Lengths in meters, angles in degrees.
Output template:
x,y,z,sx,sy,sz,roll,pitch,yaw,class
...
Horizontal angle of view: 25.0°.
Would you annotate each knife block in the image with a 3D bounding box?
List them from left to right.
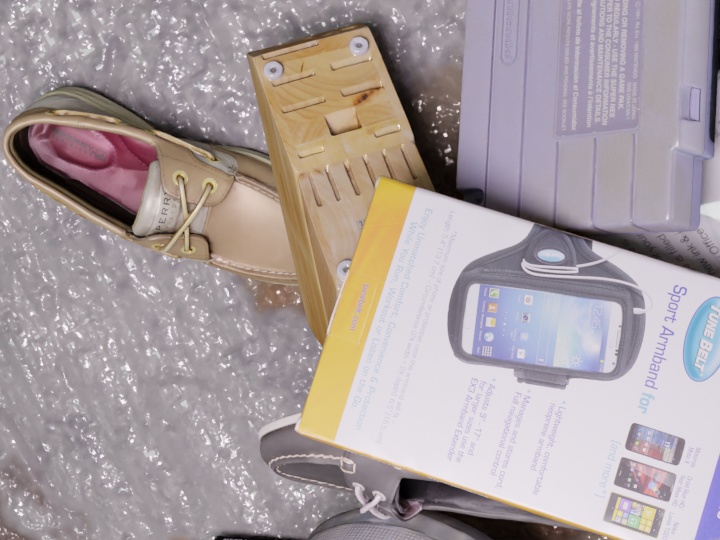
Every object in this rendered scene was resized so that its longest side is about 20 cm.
x,y,z,sx,sy,sz,roll,pitch,yaw,class
0.000,0.000,0.844,0.064,0.176,0.201,-16,65,-11,knife block

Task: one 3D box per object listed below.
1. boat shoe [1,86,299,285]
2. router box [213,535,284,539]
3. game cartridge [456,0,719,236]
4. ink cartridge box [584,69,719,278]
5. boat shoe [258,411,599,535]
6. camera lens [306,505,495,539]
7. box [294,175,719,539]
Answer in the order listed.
x,y,z,sx,sy,sz,roll,pitch,yaw,class
-0.104,-0.038,0.881,0.199,0.066,0.074,20,110,11,boat shoe
0.005,0.234,0.924,0.199,0.051,0.150,1,106,21,router box
0.104,-0.115,0.737,0.129,0.038,0.202,-1,83,41,game cartridge
0.185,-0.013,0.759,0.200,0.086,0.147,-41,87,29,ink cartridge box
0.046,0.095,0.748,0.198,0.067,0.057,-2,67,14,boat shoe
0.002,0.223,0.769,0.159,0.200,0.161,18,131,22,camera lens
0.084,0.046,0.702,0.199,0.041,0.120,18,83,8,box
